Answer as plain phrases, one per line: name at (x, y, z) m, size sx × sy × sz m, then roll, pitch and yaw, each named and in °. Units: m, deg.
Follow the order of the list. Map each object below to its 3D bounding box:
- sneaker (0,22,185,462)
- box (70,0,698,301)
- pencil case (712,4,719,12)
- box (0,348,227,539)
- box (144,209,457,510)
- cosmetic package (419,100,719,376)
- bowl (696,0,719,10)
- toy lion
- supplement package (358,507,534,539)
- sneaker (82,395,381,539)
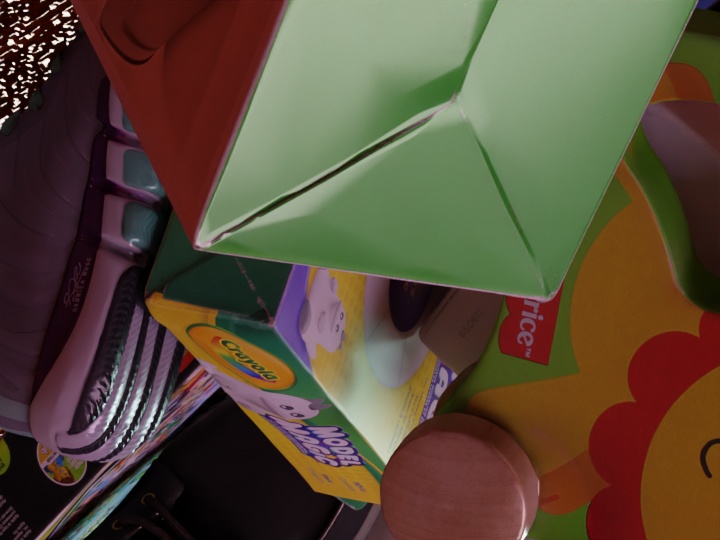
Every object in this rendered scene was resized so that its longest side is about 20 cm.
sneaker at (-0.083, -0.047, 0.757) m, size 0.074 × 0.087 × 0.200 m, roll 53°, pitch 51°, yaw -63°
box at (0.013, -0.127, 0.561) m, size 0.096 × 0.177 × 0.200 m, roll 8°, pitch 121°, yaw -28°
pencil case at (0.197, -0.111, 0.943) m, size 0.083 × 0.087 × 0.200 m, roll 21°, pitch 125°, yaw -32°
box at (-0.092, 0.058, 0.905) m, size 0.200 × 0.035 × 0.110 m, roll -46°, pitch 173°, yaw 31°
box at (0.000, 0.000, 0.808) m, size 0.200 × 0.048 × 0.118 m, roll 57°, pitch 48°, yaw -64°
cosmetic package at (0.160, 0.021, 0.841) m, size 0.123 × 0.199 × 0.200 m, roll -53°, pitch 169°, yaw 31°
bowl at (0.135, -0.127, 0.816) m, size 0.200 × 0.039 × 0.201 m, roll -38°, pitch -178°, yaw 1°
toy lion at (0.111, 0.031, 0.722) m, size 0.069 × 0.191 × 0.201 m, roll -43°, pitch 144°, yaw -63°
supplement package at (0.071, 0.075, 1.015) m, size 0.151 × 0.152 × 0.200 m, roll -37°, pitch 150°, yaw 19°
sneaker at (-0.068, 0.110, 0.896) m, size 0.200 × 0.075 × 0.106 m, roll -48°, pitch 170°, yaw 16°
